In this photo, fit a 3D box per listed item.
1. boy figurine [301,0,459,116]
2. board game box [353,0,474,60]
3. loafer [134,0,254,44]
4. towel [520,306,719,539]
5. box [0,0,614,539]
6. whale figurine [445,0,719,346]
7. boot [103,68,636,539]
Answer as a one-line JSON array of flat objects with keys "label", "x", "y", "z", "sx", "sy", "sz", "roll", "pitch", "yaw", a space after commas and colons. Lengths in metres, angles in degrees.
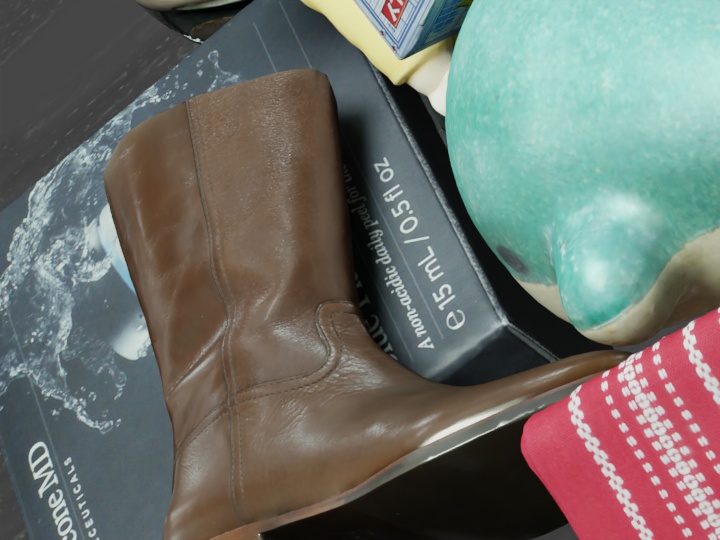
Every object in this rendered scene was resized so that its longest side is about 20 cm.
[{"label": "boy figurine", "x": 0.016, "y": -0.087, "z": 0.796, "sx": 0.064, "sy": 0.200, "sz": 0.124, "roll": -57, "pitch": 15, "yaw": 23}, {"label": "board game box", "x": 0.037, "y": -0.148, "z": 0.767, "sx": 0.062, "sy": 0.200, "sz": 0.200, "roll": -60, "pitch": 38, "yaw": 38}, {"label": "loafer", "x": 0.003, "y": -0.137, "z": 0.891, "sx": 0.200, "sy": 0.063, "sz": 0.072, "roll": -25, "pitch": 82, "yaw": 20}, {"label": "towel", "x": 0.137, "y": 0.061, "z": 0.557, "sx": 0.200, "sy": 0.022, "sz": 0.145, "roll": -35, "pitch": 86, "yaw": 44}, {"label": "box", "x": -0.028, "y": 0.028, "z": 0.876, "sx": 0.200, "sy": 0.117, "sz": 0.197, "roll": -38, "pitch": 50, "yaw": 16}, {"label": "whale figurine", "x": 0.097, "y": -0.053, "z": 0.627, "sx": 0.159, "sy": 0.104, "sz": 0.200, "roll": -49, "pitch": 18, "yaw": -16}, {"label": "boot", "x": 0.000, "y": 0.000, "z": 0.757, "sx": 0.186, "sy": 0.064, "sz": 0.200, "roll": -25, "pitch": 51, "yaw": 20}]
